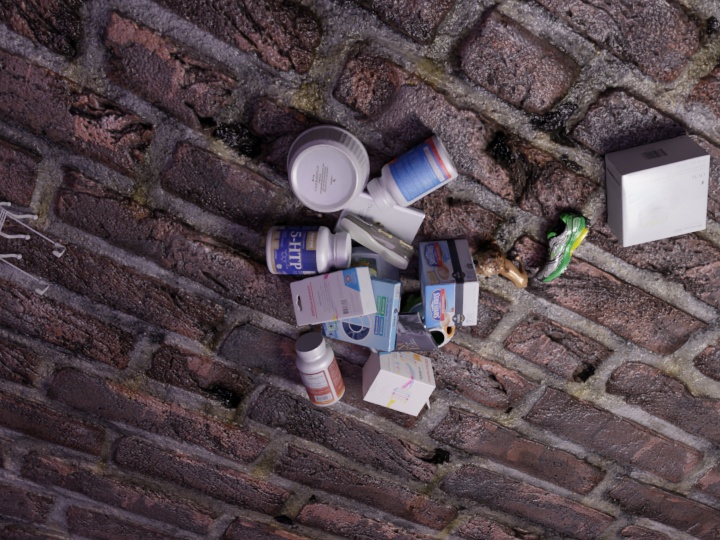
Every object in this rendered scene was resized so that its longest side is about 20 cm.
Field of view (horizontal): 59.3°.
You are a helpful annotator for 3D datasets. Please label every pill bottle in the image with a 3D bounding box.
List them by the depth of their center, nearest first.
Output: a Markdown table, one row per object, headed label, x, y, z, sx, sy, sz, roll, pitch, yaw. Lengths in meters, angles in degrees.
| label | x | y | z | sx | sy | sz | roll | pitch | yaw |
| --- | --- | --- | --- | --- | --- | --- | --- | --- | --- |
| pill bottle | 0.118 | -0.220 | 1.484 | 0.198 | 0.113 | 0.113 | -29 | 119 | 15 |
| pill bottle | -0.126 | -0.050 | 1.571 | 0.197 | 0.120 | 0.121 | 0 | 124 | 7 |
| pill bottle | -0.119 | 0.279 | 1.803 | 0.111 | 0.113 | 0.202 | -12 | 122 | 6 |

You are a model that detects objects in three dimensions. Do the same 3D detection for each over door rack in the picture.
| label | x | y | z | sx | sy | sz | roll | pitch | yaw |
| --- | --- | --- | --- | --- | --- | --- | --- | --- | --- |
| over door rack | -0.834 | -0.059 | 1.584 | 0.199 | 0.067 | 0.148 | 38 | 117 | 1 |

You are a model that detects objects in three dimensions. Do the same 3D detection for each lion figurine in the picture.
| label | x | y | z | sx | sy | sz | roll | pitch | yaw |
| --- | --- | --- | --- | --- | --- | --- | --- | --- | --- |
| lion figurine | 0.378 | -0.002 | 1.626 | 0.198 | 0.123 | 0.073 | 24 | 120 | -16 |

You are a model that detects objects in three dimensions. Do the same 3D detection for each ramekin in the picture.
| label | x | y | z | sx | sy | sz | roll | pitch | yaw |
| --- | --- | --- | --- | --- | --- | --- | --- | --- | --- |
| ramekin | -0.079 | -0.229 | 1.471 | 0.199 | 0.095 | 0.205 | 2 | 117 | 3 |

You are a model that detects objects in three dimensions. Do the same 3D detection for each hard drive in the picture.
| label | x | y | z | sx | sy | sz | roll | pitch | yaw |
| --- | --- | --- | --- | --- | --- | --- | --- | --- | --- |
| hard drive | 0.046 | -0.123 | 1.598 | 0.198 | 0.026 | 0.133 | 18 | 121 | -13 |

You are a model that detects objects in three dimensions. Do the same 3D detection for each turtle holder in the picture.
| label | x | y | z | sx | sy | sz | roll | pitch | yaw |
| --- | --- | --- | --- | --- | --- | --- | --- | --- | --- |
| turtle holder | 0.168 | 0.143 | 1.709 | 0.183 | 0.132 | 0.142 | 6 | 124 | -5 |

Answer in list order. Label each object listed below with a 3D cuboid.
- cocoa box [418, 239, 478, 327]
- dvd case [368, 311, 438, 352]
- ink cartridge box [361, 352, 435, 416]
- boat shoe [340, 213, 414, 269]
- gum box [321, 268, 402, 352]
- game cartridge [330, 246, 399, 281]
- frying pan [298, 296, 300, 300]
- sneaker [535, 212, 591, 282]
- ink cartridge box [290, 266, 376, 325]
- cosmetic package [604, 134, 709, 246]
| label | x | y | z | sx | sy | sz | roll | pitch | yaw |
| --- | --- | --- | --- | --- | --- | --- | --- | --- | --- |
| cocoa box | 0.217 | 0.029 | 1.596 | 0.129 | 0.201 | 0.135 | -3 | 124 | 2 |
| dvd case | 0.086 | 0.163 | 1.637 | 0.198 | 0.016 | 0.149 | -5 | 135 | 30 |
| ink cartridge box | 0.118 | 0.314 | 1.821 | 0.198 | 0.129 | 0.126 | 19 | 121 | -14 |
| boat shoe | 0.043 | -0.082 | 1.572 | 0.201 | 0.072 | 0.061 | 34 | 73 | -6 |
| gum box | 0.001 | 0.098 | 1.589 | 0.198 | 0.044 | 0.172 | 11 | 102 | 28 |
| game cartridge | 0.000 | 0.000 | 1.656 | 0.197 | 0.041 | 0.134 | -4 | 124 | 9 |
| frying pan | -0.078 | 0.088 | 1.708 | 0.188 | 0.031 | 0.115 | 19 | 155 | -20 |
| sneaker | 0.503 | -0.062 | 1.628 | 0.084 | 0.078 | 0.202 | 22 | 111 | -7 |
| ink cartridge box | -0.069 | 0.065 | 1.559 | 0.198 | 0.068 | 0.117 | -12 | 88 | 29 |
| cosmetic package | 0.706 | -0.188 | 1.516 | 0.197 | 0.124 | 0.202 | -13 | 124 | 7 |
